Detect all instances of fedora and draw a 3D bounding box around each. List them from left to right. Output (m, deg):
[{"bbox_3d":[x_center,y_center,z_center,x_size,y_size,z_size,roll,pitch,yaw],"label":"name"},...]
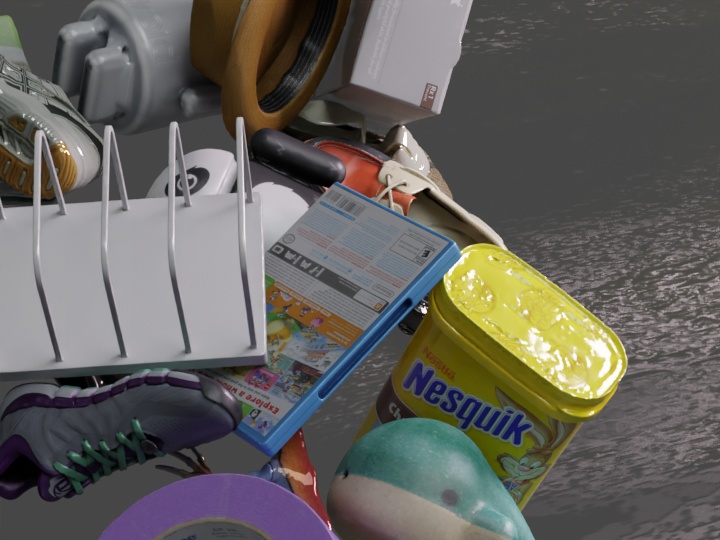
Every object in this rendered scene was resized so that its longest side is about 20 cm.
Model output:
[{"bbox_3d":[-0.078,-0.202,1.717,0.081,0.202,0.201,22,40,20],"label":"fedora"}]

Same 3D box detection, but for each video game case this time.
[{"bbox_3d":[-0.039,0.031,1.558,0.200,0.018,0.143,-46,42,-15],"label":"video game case"}]

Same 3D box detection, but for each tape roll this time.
[{"bbox_3d":[-0.092,0.236,1.407,0.198,0.066,0.202,-8,60,15],"label":"tape roll"}]

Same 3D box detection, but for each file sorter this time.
[{"bbox_3d":[-0.170,-0.020,1.514,0.198,0.125,0.140,-4,56,1],"label":"file sorter"}]

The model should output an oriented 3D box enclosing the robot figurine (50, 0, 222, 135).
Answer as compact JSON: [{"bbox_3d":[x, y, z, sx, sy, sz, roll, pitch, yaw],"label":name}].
[{"bbox_3d":[-0.156,-0.178,1.797,0.199,0.114,0.170,-18,50,-38],"label":"robot figurine"}]

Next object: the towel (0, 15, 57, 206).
[{"bbox_3d":[-0.325,-0.130,1.735,0.148,0.031,0.201,3,47,-28],"label":"towel"}]

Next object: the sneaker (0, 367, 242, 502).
[{"bbox_3d":[-0.171,0.124,1.493,0.075,0.199,0.088,53,42,-37],"label":"sneaker"}]

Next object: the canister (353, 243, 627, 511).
[{"bbox_3d":[0.090,0.099,1.608,0.148,0.201,0.087,38,44,10],"label":"canister"}]

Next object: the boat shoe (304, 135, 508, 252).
[{"bbox_3d":[0.035,-0.048,1.781,0.199,0.062,0.072,34,76,-15],"label":"boat shoe"}]

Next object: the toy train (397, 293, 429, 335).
[{"bbox_3d":[0.000,0.000,1.773,0.199,0.034,0.046,34,31,4],"label":"toy train"}]

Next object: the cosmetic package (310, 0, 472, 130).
[{"bbox_3d":[0.019,-0.182,1.819,0.089,0.200,0.108,17,84,-10],"label":"cosmetic package"}]

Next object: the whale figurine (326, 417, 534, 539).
[{"bbox_3d":[0.075,0.176,1.560,0.199,0.159,0.104,28,73,-19],"label":"whale figurine"}]

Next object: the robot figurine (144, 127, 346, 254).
[{"bbox_3d":[-0.075,-0.013,1.680,0.199,0.125,0.151,26,44,-4],"label":"robot figurine"}]

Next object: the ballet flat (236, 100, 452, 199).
[{"bbox_3d":[-0.004,-0.100,1.833,0.198,0.076,0.068,17,44,-12],"label":"ballet flat"}]

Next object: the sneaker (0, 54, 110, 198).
[{"bbox_3d":[-0.278,-0.129,1.698,0.200,0.076,0.087,45,27,14],"label":"sneaker"}]

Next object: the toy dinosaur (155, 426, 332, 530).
[{"bbox_3d":[-0.039,0.170,1.520,0.198,0.105,0.183,7,70,26],"label":"toy dinosaur"}]

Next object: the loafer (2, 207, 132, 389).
[{"bbox_3d":[-0.233,0.031,1.602,0.200,0.072,0.063,43,51,11],"label":"loafer"}]
